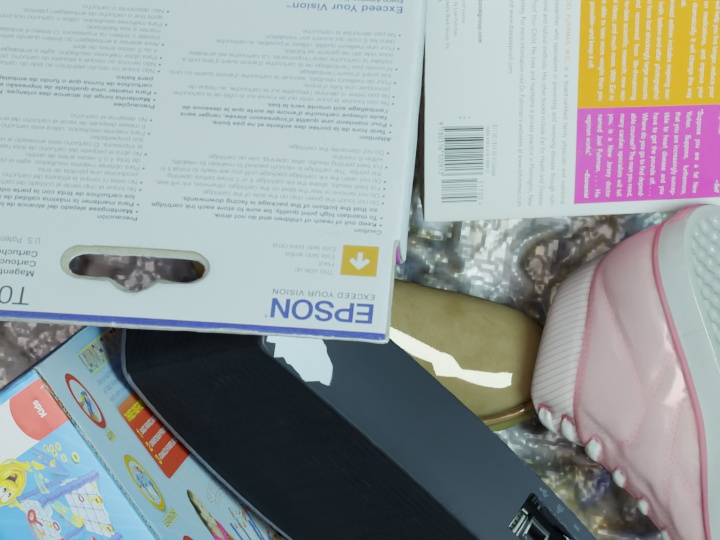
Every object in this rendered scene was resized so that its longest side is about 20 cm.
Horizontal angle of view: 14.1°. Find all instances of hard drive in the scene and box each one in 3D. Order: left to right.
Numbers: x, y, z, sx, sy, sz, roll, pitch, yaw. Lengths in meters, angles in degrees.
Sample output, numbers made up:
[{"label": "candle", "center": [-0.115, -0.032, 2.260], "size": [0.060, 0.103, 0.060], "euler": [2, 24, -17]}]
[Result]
[{"label": "hard drive", "center": [-0.004, 0.080, 1.249], "size": [0.200, 0.135, 0.042], "euler": [43, 57, -26]}]

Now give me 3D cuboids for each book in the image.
[{"label": "book", "center": [0.125, -0.086, 1.228], "size": [0.199, 0.048, 0.134], "euler": [-2, 121, -3]}]

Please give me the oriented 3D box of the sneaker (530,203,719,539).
[{"label": "sneaker", "center": [0.137, 0.080, 1.258], "size": [0.104, 0.075, 0.201], "euler": [-20, 79, 40]}]

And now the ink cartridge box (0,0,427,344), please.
[{"label": "ink cartridge box", "center": [-0.076, -0.055, 1.123], "size": [0.195, 0.043, 0.201], "euler": [4, 60, 5]}]

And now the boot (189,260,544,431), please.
[{"label": "boot", "center": [0.000, 0.000, 1.231], "size": [0.174, 0.200, 0.066], "euler": [3, 63, 4]}]

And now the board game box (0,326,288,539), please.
[{"label": "board game box", "center": [-0.085, 0.120, 1.251], "size": [0.056, 0.200, 0.196], "euler": [-36, 92, 8]}]
